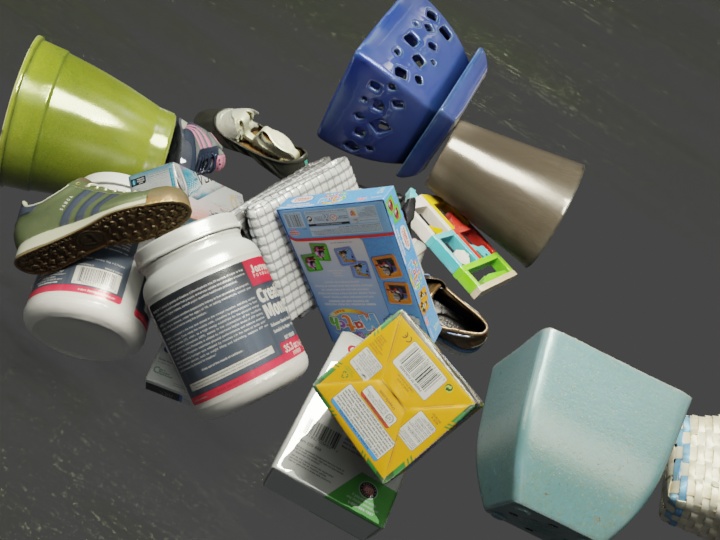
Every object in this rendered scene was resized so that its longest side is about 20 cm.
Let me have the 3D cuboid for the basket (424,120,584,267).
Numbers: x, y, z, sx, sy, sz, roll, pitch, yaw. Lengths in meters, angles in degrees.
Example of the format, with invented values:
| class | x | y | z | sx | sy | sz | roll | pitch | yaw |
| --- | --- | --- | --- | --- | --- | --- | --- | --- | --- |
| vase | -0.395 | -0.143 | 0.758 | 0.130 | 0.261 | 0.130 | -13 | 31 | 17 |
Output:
| class | x | y | z | sx | sy | sz | roll | pitch | yaw |
| --- | --- | --- | --- | --- | --- | --- | --- | --- | --- |
| basket | 0.210 | -0.131 | 1.122 | 0.199 | 0.136 | 0.181 | 28 | 85 | 2 |

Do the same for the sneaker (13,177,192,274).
| class | x | y | z | sx | sy | sz | roll | pitch | yaw |
| --- | --- | --- | --- | --- | --- | --- | --- | --- | --- |
| sneaker | -0.292 | -0.071 | 0.815 | 0.199 | 0.067 | 0.090 | -20 | 62 | -1 |

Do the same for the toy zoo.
| class | x | y | z | sx | sy | sz | roll | pitch | yaw |
| --- | --- | --- | --- | --- | --- | --- | --- | --- | --- |
| toy zoo | 0.137 | -0.050 | 1.097 | 0.200 | 0.020 | 0.131 | 50 | 33 | 16 |

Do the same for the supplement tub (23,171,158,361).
| class | x | y | z | sx | sy | sz | roll | pitch | yaw |
| --- | --- | --- | --- | --- | --- | --- | --- | --- | --- |
| supplement tub | -0.314 | -0.004 | 0.901 | 0.139 | 0.141 | 0.201 | 11 | 57 | -9 |

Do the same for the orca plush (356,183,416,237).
| class | x | y | z | sx | sy | sz | roll | pitch | yaw |
| --- | --- | --- | --- | --- | --- | --- | --- | --- | --- |
| orca plush | 0.032 | -0.100 | 1.045 | 0.071 | 0.200 | 0.106 | -35 | 107 | -19 |

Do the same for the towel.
| class | x | y | z | sx | sy | sz | roll | pitch | yaw |
| --- | --- | --- | --- | --- | --- | --- | --- | --- | --- |
| towel | -0.076 | -0.041 | 0.974 | 0.085 | 0.167 | 0.200 | 7 | 32 | 43 |

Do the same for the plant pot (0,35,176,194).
| class | x | y | z | sx | sy | sz | roll | pitch | yaw |
| --- | --- | --- | --- | --- | --- | --- | --- | --- | --- |
| plant pot | -0.355 | -0.178 | 0.978 | 0.191 | 0.200 | 0.202 | 17 | 56 | -19 |

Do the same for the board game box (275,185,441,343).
| class | x | y | z | sx | sy | sz | roll | pitch | yaw |
| --- | --- | --- | --- | --- | --- | --- | --- | --- | --- |
| board game box | 0.000 | 0.000 | 0.887 | 0.150 | 0.201 | 0.037 | -2 | 32 | 32 |

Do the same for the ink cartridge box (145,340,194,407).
| class | x | y | z | sx | sy | sz | roll | pitch | yaw |
| --- | --- | --- | --- | --- | --- | --- | --- | --- | --- |
| ink cartridge box | -0.191 | 0.077 | 0.949 | 0.099 | 0.039 | 0.201 | 22 | 58 | -3 |

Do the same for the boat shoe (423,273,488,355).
| class | x | y | z | sx | sy | sz | roll | pitch | yaw |
| --- | --- | --- | --- | --- | --- | --- | --- | --- | --- |
| boat shoe | 0.078 | 0.035 | 0.944 | 0.199 | 0.072 | 0.073 | 26 | 64 | 0 |

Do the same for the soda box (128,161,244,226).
| class | x | y | z | sx | sy | sz | roll | pitch | yaw |
| --- | --- | --- | --- | --- | --- | --- | --- | --- | --- |
| soda box | -0.210 | -0.077 | 0.936 | 0.063 | 0.200 | 0.069 | -15 | 81 | 12 |

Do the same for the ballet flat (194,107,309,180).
| class | x | y | z | sx | sy | sz | roll | pitch | yaw |
| --- | --- | --- | --- | --- | --- | --- | --- | --- | --- |
| ballet flat | -0.159 | -0.204 | 1.109 | 0.199 | 0.069 | 0.068 | 29 | 57 | 2 |

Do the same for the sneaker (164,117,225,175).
| class | x | y | z | sx | sy | sz | roll | pitch | yaw |
| --- | --- | --- | --- | --- | --- | --- | --- | --- | --- |
| sneaker | -0.224 | -0.160 | 1.019 | 0.081 | 0.071 | 0.200 | 20 | 22 | -20 |

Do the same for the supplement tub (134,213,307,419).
| class | x | y | z | sx | sy | sz | roll | pitch | yaw |
| --- | --- | --- | --- | --- | --- | --- | --- | --- | --- |
| supplement tub | -0.158 | 0.052 | 0.834 | 0.140 | 0.140 | 0.201 | -24 | 89 | -27 |

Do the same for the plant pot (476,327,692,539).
| class | x | y | z | sx | sy | sz | roll | pitch | yaw |
| --- | --- | --- | --- | --- | --- | --- | --- | --- | --- |
| plant pot | 0.250 | 0.225 | 0.905 | 0.195 | 0.197 | 0.201 | 25 | 66 | 0 |

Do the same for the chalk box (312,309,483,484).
| class | x | y | z | sx | sy | sz | roll | pitch | yaw |
| --- | --- | --- | --- | --- | --- | --- | --- | --- | --- |
| chalk box | 0.050 | 0.139 | 0.809 | 0.124 | 0.200 | 0.125 | -40 | 74 | 2 |

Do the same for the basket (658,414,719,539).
| class | x | y | z | sx | sy | sz | roll | pitch | yaw |
| --- | --- | --- | --- | --- | --- | --- | --- | --- | --- |
| basket | 0.501 | 0.274 | 0.956 | 0.198 | 0.140 | 0.177 | 6 | 53 | 25 |

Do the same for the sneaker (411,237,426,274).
| class | x | y | z | sx | sy | sz | roll | pitch | yaw |
| --- | --- | --- | --- | --- | --- | --- | --- | --- | --- |
| sneaker | 0.068 | 0.051 | 1.021 | 0.088 | 0.081 | 0.201 | 19 | 65 | -6 |

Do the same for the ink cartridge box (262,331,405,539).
| class | x | y | z | sx | sy | sz | roll | pitch | yaw |
| --- | --- | --- | --- | --- | --- | --- | --- | --- | --- |
| ink cartridge box | -0.007 | 0.199 | 0.900 | 0.145 | 0.084 | 0.201 | 29 | 56 | 1 |

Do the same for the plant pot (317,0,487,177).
| class | x | y | z | sx | sy | sz | roll | pitch | yaw |
| --- | --- | --- | --- | --- | --- | --- | --- | --- | --- |
| plant pot | 0.073 | -0.278 | 1.151 | 0.179 | 0.200 | 0.201 | 33 | 55 | -3 |
